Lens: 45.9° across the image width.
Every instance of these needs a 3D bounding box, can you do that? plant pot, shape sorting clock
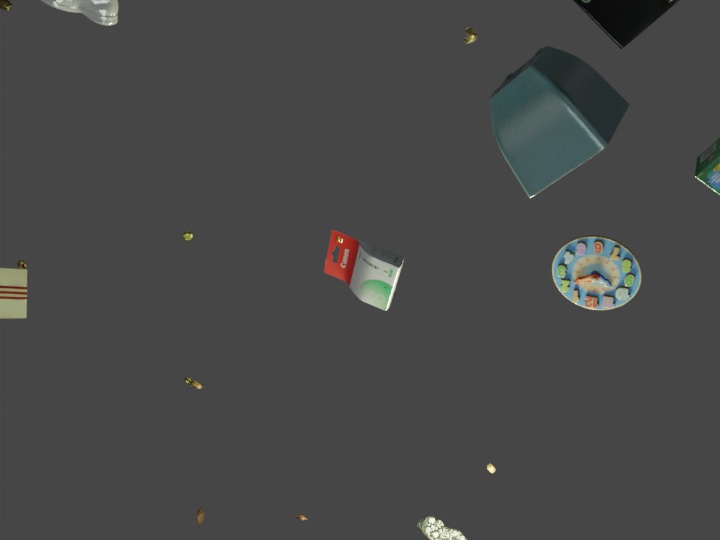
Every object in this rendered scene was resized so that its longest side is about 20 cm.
[{"bbox_3d":[0.359,-0.303,1.626,0.201,0.197,0.195,48,133,-6],"label":"plant pot"},{"bbox_3d":[0.530,0.009,1.917,0.196,0.039,0.202,14,134,15],"label":"shape sorting clock"}]

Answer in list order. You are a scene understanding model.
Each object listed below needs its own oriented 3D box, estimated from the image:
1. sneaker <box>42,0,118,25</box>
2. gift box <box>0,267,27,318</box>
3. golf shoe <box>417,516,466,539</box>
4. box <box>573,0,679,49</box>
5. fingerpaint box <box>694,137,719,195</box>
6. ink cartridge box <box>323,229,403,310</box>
[{"bbox_3d":[-0.636,-0.629,1.921,0.196,0.076,0.090,19,123,2],"label":"sneaker"},{"bbox_3d":[-1.190,0.081,2.690,0.196,0.186,0.189,-7,84,26],"label":"gift box"},{"bbox_3d":[0.276,0.881,2.814,0.199,0.078,0.088,40,155,-8],"label":"golf shoe"},{"bbox_3d":[0.465,-0.519,1.473,0.193,0.048,0.199,42,135,-10],"label":"box"},{"bbox_3d":[0.758,-0.208,1.585,0.165,0.074,0.200,34,136,-5],"label":"fingerpaint box"},{"bbox_3d":[0.000,0.000,2.170,0.197,0.050,0.163,21,135,6],"label":"ink cartridge box"}]
